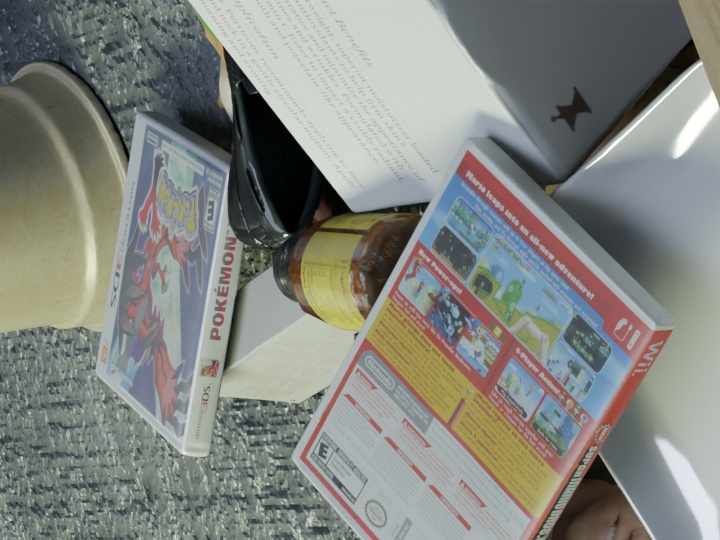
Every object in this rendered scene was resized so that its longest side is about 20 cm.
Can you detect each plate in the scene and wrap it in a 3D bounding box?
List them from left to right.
[{"bbox_3d":[0.165,0.028,1.363,0.201,0.032,0.200,57,139,10],"label":"plate"}]

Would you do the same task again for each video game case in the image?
[{"bbox_3d":[-0.121,0.004,1.910,0.200,0.023,0.183,-149,67,-65],"label":"video game case"},{"bbox_3d":[0.054,0.059,1.418,0.143,0.017,0.201,46,122,32],"label":"video game case"}]

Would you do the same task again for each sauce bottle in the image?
[{"bbox_3d":[0.000,0.000,1.589,0.200,0.066,0.066,-170,65,-74],"label":"sauce bottle"}]

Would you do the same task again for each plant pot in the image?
[{"bbox_3d":[-0.280,-0.030,2.112,0.200,0.183,0.202,33,132,47],"label":"plant pot"}]

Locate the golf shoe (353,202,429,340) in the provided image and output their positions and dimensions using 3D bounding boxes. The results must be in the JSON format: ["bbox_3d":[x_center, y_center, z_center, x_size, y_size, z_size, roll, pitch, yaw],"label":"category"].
[{"bbox_3d":[0.050,-0.007,1.683,0.077,0.094,0.201,19,115,36],"label":"golf shoe"}]

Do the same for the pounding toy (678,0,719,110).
[{"bbox_3d":[0.195,-0.122,1.271,0.142,0.199,0.185,-26,83,51],"label":"pounding toy"}]

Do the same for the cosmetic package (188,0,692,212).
[{"bbox_3d":[0.049,-0.148,1.495,0.165,0.165,0.200,52,153,-19],"label":"cosmetic package"}]

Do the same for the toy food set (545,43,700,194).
[{"bbox_3d":[0.170,-0.014,1.513,0.197,0.049,0.201,-14,99,48],"label":"toy food set"}]

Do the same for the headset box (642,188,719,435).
[{"bbox_3d":[0.223,0.057,1.401,0.200,0.075,0.149,44,134,20],"label":"headset box"}]

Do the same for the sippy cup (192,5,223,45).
[{"bbox_3d":[-0.013,-0.190,1.666,0.140,0.177,0.131,-100,28,-50],"label":"sippy cup"}]

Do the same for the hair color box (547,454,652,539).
[{"bbox_3d":[0.131,0.143,1.537,0.199,0.060,0.101,8,86,20],"label":"hair color box"}]

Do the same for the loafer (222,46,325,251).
[{"bbox_3d":[-0.045,-0.112,1.777,0.070,0.068,0.202,175,96,-68],"label":"loafer"}]

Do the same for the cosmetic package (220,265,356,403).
[{"bbox_3d":[-0.033,0.032,1.839,0.200,0.082,0.051,-33,54,58],"label":"cosmetic package"}]

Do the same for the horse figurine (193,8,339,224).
[{"bbox_3d":[-0.071,-0.122,1.860,0.132,0.050,0.201,28,132,59],"label":"horse figurine"}]
